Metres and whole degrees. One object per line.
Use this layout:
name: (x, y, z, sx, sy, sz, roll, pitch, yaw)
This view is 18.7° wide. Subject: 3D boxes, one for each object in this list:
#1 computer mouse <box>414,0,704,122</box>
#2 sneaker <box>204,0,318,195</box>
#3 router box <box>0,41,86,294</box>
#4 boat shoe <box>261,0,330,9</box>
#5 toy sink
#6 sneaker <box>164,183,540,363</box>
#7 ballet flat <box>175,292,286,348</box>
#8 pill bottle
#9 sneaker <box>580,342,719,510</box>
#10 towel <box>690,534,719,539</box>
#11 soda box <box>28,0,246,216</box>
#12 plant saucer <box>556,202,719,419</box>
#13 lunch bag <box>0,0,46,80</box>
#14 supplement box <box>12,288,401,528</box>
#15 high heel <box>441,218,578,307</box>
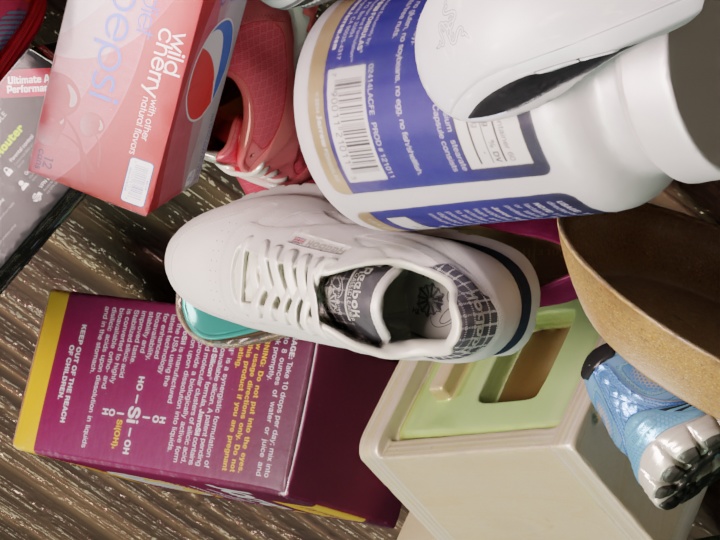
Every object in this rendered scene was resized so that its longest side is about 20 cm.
computer mouse: (0.099, -0.119, 0.862, 0.200, 0.110, 0.044, -27, 162, 26)
sneaker: (-0.060, -0.076, 1.108, 0.074, 0.087, 0.200, 15, 146, 21)
router box: (-0.195, -0.028, 1.127, 0.062, 0.200, 0.150, 42, -172, -3)
boat shoe: (0.024, -0.153, 0.954, 0.057, 0.069, 0.200, 40, 144, -19)
toy sink: (0.084, 0.079, 1.178, 0.200, 0.130, 0.112, -8, 133, 45)
sneaker: (-0.016, 0.004, 1.054, 0.200, 0.080, 0.076, 6, 104, 28)
ballet flat: (0.000, 0.000, 1.180, 0.200, 0.068, 0.067, -6, -177, 8)
pill bottle: (0.078, -0.080, 0.970, 0.200, 0.116, 0.116, -3, 136, 40)
sneaker: (0.169, 0.050, 1.065, 0.078, 0.200, 0.090, -48, 71, 21)
towel: (0.199, 0.169, 1.193, 0.200, 0.031, 0.149, -3, 178, -45)
soda box: (-0.087, -0.131, 0.973, 0.063, 0.070, 0.200, 22, 112, 11)
plant saucer: (0.173, 0.030, 0.993, 0.200, 0.200, 0.035, 26, 110, 3)
lunch bag: (-0.278, -0.108, 1.145, 0.200, 0.176, 0.082, 1, 139, 37)
supplement box: (-0.082, 0.081, 1.293, 0.200, 0.103, 0.131, 6, 168, 33)
high heel: (0.022, -0.004, 1.094, 0.200, 0.067, 0.096, -10, -178, 8)
